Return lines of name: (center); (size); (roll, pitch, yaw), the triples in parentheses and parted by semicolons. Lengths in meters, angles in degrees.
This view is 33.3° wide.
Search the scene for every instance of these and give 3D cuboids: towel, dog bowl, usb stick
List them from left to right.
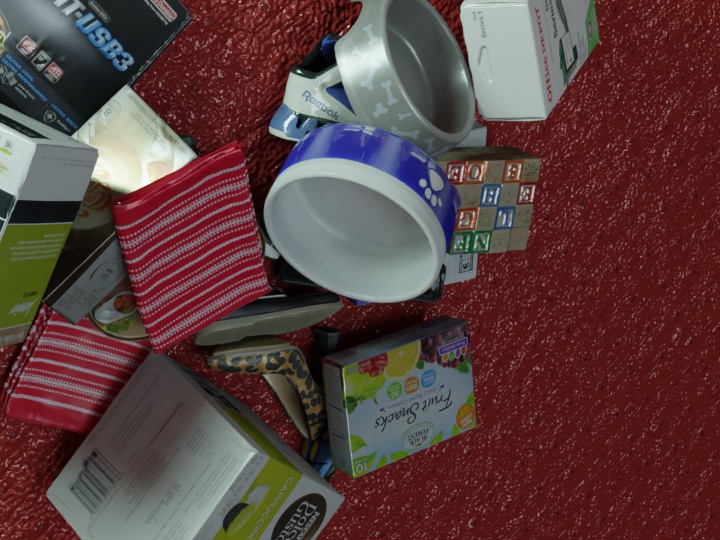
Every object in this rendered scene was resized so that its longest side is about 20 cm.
towel: (-0.286, 0.080, 1.294); (0.144, 0.022, 0.202); (23, 96, -40)
towel: (-0.160, -0.020, 1.174); (0.144, 0.022, 0.201); (-29, 138, -22)
usb stick: (0.000, 0.000, 1.403); (0.197, 0.033, 0.056); (8, 106, -6)
dog bowl: (0.001, -0.058, 1.285); (0.201, 0.198, 0.079); (56, 43, -37)
dog bowl: (0.055, -0.213, 1.305); (0.199, 0.058, 0.202); (32, 48, -43)

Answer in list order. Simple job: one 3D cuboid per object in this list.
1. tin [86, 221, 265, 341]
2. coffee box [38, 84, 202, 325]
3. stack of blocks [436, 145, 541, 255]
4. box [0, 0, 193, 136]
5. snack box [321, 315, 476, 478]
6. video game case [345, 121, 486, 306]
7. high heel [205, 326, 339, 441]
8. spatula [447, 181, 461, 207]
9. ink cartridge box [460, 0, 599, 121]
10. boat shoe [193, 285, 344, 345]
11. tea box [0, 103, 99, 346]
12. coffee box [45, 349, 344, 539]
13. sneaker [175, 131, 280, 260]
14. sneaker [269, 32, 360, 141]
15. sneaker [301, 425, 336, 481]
tin: (-0.193, -0.003, 1.243); (0.199, 0.042, 0.113); (-29, 126, 0)
coffee box: (-0.252, -0.063, 1.169); (0.200, 0.114, 0.080); (-45, 160, -6)
stack of blocks: (0.112, -0.082, 1.421); (0.198, 0.058, 0.116); (-4, 112, -32)
box: (-0.291, -0.241, 1.142); (0.199, 0.050, 0.200); (-47, 129, -6)
snack box: (0.050, 0.151, 1.474); (0.198, 0.053, 0.144); (-17, 110, -34)
video game case: (0.063, -0.072, 1.459); (0.180, 0.045, 0.202); (-13, 117, -30)
high heel: (-0.104, 0.147, 1.423); (0.199, 0.071, 0.144); (-4, 107, -43)
spatula: (0.023, -0.105, 1.328); (0.021, 0.199, 0.057); (-57, 149, -16)
ink cartridge box: (0.198, -0.281, 1.381); (0.200, 0.083, 0.147); (-54, 138, -43)
boat shoe: (-0.107, 0.037, 1.376); (0.198, 0.073, 0.063); (-9, 71, -36)
tea box: (-0.370, -0.059, 1.051); (0.198, 0.198, 0.134); (-64, 171, 7)
coffee box: (-0.177, 0.248, 1.316); (0.200, 0.199, 0.198); (-52, 143, -3)
sneaker: (-0.147, -0.079, 1.296); (0.200, 0.080, 0.087); (38, 69, -48)
sneaker: (-0.002, -0.201, 1.335); (0.197, 0.080, 0.116); (-3, 114, -32)
sneaker: (-0.003, 0.197, 1.518); (0.083, 0.071, 0.200); (41, 82, -33)
